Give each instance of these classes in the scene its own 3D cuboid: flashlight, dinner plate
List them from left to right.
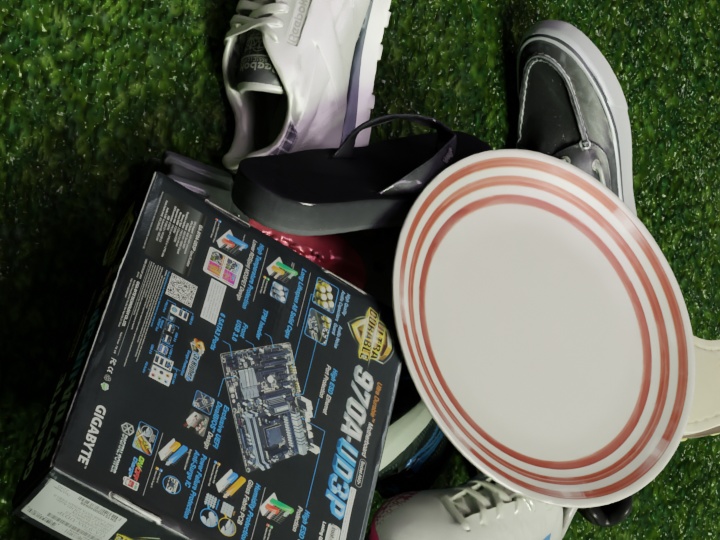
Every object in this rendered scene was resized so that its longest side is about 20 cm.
[{"bbox_3d":[-0.023,-0.001,1.185,0.200,0.068,0.068,20,73,-21],"label":"flashlight"},{"bbox_3d":[0.096,0.031,1.182,0.200,0.024,0.200,14,63,-30],"label":"dinner plate"}]

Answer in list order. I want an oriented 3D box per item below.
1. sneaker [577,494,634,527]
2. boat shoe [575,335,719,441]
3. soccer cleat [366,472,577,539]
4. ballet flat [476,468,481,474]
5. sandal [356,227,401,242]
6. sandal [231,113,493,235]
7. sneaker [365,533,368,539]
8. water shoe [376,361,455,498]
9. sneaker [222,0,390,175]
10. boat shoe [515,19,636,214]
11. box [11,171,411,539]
[{"bbox_3d":[0.156,0.069,1.398,0.076,0.091,0.200,-8,110,-4],"label":"sneaker"},{"bbox_3d":[0.180,0.067,1.290,0.200,0.060,0.072,1,70,-43],"label":"boat shoe"},{"bbox_3d":[0.069,0.136,1.248,0.070,0.086,0.200,49,15,16],"label":"soccer cleat"},{"bbox_3d":[0.083,0.061,1.381,0.063,0.069,0.200,-62,141,-67],"label":"ballet flat"},{"bbox_3d":[0.000,0.000,1.279,0.200,0.055,0.082,-54,168,-17],"label":"sandal"},{"bbox_3d":[0.015,-0.055,1.186,0.200,0.076,0.043,-14,128,-53],"label":"sandal"},{"bbox_3d":[0.017,0.244,1.284,0.200,0.084,0.121,48,47,-39],"label":"sneaker"},{"bbox_3d":[0.023,0.100,1.264,0.200,0.071,0.079,-40,121,-59],"label":"water shoe"},{"bbox_3d":[-0.034,-0.144,1.227,0.080,0.076,0.200,5,86,-43],"label":"sneaker"},{"bbox_3d":[0.131,-0.059,1.421,0.068,0.072,0.200,-37,124,-44],"label":"boat shoe"},{"bbox_3d":[-0.065,0.066,1.067,0.159,0.046,0.200,30,44,-17],"label":"box"}]
